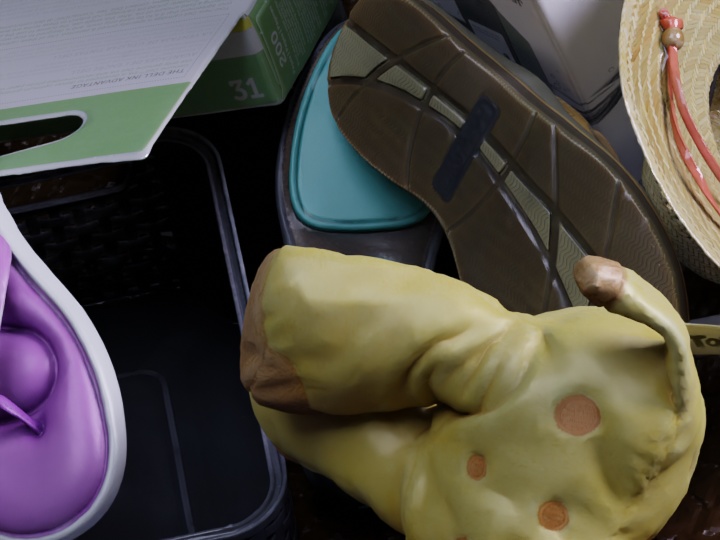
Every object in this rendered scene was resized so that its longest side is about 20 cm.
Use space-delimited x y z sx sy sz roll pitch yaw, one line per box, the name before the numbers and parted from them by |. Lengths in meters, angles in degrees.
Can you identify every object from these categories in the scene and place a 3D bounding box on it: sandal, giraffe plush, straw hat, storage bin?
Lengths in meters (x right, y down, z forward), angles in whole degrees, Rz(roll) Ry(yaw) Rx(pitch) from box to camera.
sandal | -0.148 0.008 1.007 0.082 0.050 0.203 -38 64 16
sandal | 0.060 -0.029 1.062 0.200 0.054 0.081 51 119 34
giraffe plush | 0.046 0.096 0.915 0.199 0.172 0.163 -1 69 38
straw hat | 0.150 -0.038 1.067 0.085 0.200 0.202 -41 29 49
storage bin | -0.099 0.056 1.085 0.134 0.094 0.201 -11 48 -3

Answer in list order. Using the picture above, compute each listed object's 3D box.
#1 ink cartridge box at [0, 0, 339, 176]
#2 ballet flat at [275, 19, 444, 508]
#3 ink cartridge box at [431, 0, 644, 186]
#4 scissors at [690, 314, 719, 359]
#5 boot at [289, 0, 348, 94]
ink cartridge box | -0.099 -0.074 1.126 0.145 0.048 0.200 -7 34 26
ballet flat | 0.000 0.000 1.118 0.073 0.073 0.201 -10 60 16
ink cartridge box | 0.061 -0.125 1.110 0.084 0.200 0.145 -43 49 -11
scissors | 0.087 0.026 1.061 0.199 0.014 0.073 -26 63 -15
boot | -0.108 -0.120 1.271 0.154 0.073 0.204 -43 73 18
